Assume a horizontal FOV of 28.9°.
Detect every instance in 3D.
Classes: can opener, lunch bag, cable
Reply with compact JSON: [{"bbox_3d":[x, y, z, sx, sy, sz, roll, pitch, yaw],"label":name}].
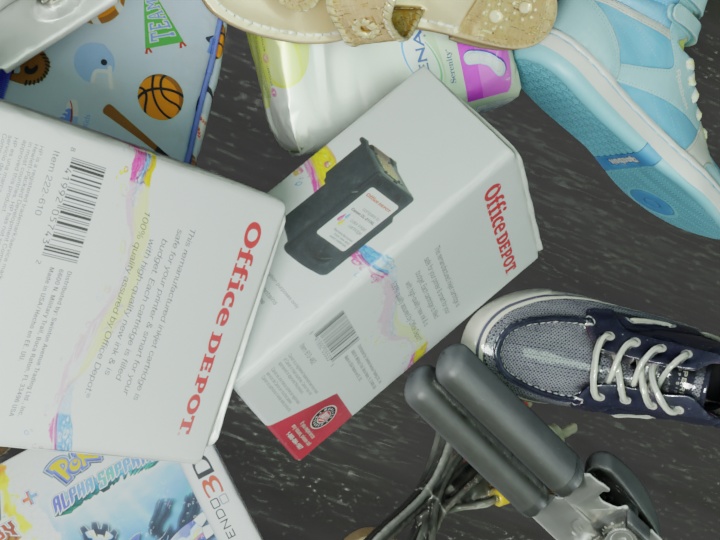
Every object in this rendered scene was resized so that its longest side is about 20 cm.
[{"bbox_3d":[0.112,0.115,0.863,0.200,0.067,0.053,45,121,-14],"label":"can opener"},{"bbox_3d":[-0.161,-0.120,0.782,0.159,0.076,0.201,17,73,-17],"label":"lunch bag"},{"bbox_3d":[0.059,0.132,0.864,0.200,0.050,0.098,-32,97,-41],"label":"cable"},{"bbox_3d":[-0.206,-0.105,0.699,0.199,0.066,0.053,-35,83,-12],"label":"can opener"}]

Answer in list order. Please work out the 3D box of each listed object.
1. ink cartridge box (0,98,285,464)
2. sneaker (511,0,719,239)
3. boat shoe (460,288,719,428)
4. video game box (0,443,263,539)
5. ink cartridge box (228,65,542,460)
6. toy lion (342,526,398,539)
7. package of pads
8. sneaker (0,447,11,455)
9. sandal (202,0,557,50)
[{"bbox_3d":[-0.143,0.005,0.660,0.199,0.084,0.145,17,93,-51],"label":"ink cartridge box"},{"bbox_3d":[0.199,-0.120,0.889,0.200,0.079,0.131,41,76,-25],"label":"sneaker"},{"bbox_3d":[0.166,0.057,0.871,0.199,0.093,0.075,4,97,-28],"label":"boat shoe"},{"bbox_3d":[-0.153,0.182,0.810,0.199,0.047,0.183,-28,62,-8],"label":"video game box"},{"bbox_3d":[0.000,0.000,0.816,0.200,0.146,0.083,-40,64,-6],"label":"ink cartridge box"},{"bbox_3d":[-0.033,0.271,0.894,0.199,0.069,0.193,-5,105,-12],"label":"toy lion"},{"bbox_3d":[0.000,-0.180,0.839,0.154,0.068,0.201,-15,99,-11],"label":"package of pads"},{"bbox_3d":[-0.213,0.022,0.717,0.070,0.076,0.201,4,115,4],"label":"sneaker"},{"bbox_3d":[0.020,-0.161,0.772,0.210,0.070,0.078,4,94,-18],"label":"sandal"}]
